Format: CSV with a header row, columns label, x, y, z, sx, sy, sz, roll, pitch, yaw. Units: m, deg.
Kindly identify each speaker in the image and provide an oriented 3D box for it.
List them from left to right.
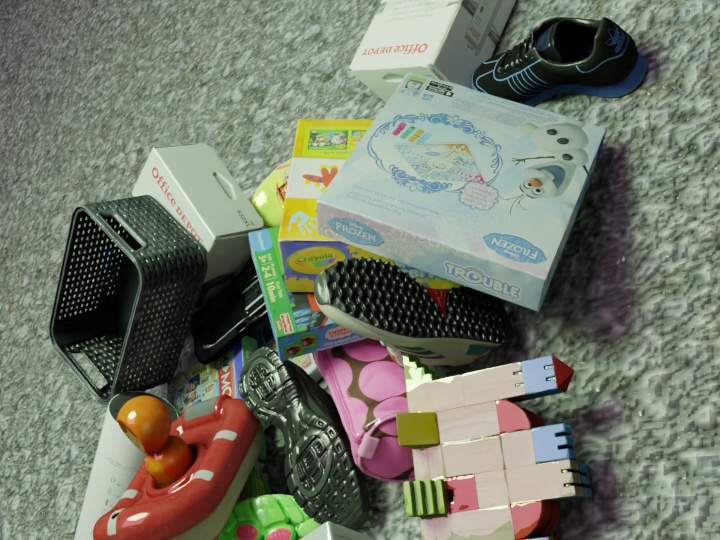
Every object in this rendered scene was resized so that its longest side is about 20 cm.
label,x,y,z,sx,sy,sz,roll,pitch,yaw
speaker,-0.266,0.240,0.936,0.081,0.080,0.203,47,124,51

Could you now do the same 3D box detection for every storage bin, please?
label,x,y,z,sx,sy,sz,roll,pitch,yaw
storage bin,-0.266,0.032,0.941,0.135,0.093,0.203,40,124,26

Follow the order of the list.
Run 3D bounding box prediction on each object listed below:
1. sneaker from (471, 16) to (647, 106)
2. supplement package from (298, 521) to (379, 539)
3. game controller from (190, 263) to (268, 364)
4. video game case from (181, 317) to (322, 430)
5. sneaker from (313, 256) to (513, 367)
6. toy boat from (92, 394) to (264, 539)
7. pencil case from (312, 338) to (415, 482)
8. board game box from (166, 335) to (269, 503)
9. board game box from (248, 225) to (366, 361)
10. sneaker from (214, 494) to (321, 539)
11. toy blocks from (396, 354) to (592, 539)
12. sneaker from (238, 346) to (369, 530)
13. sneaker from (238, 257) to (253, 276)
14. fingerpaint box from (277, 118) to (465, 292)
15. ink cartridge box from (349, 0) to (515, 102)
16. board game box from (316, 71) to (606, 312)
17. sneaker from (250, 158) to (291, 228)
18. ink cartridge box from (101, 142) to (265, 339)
label,x,y,z,sx,sy,sz,roll,pitch,yaw
sneaker,0.179,-0.210,0.818,0.198,0.077,0.071,4,67,47
supplement package,-0.026,0.338,0.616,0.190,0.146,0.202,-38,43,23
game controller,-0.117,0.026,0.957,0.199,0.042,0.105,-40,34,5
video game case,-0.132,0.112,0.980,0.200,0.024,0.183,-43,41,16
sneaker,0.035,0.051,0.711,0.093,0.197,0.071,-46,45,40
toy boat,-0.184,0.177,0.783,0.129,0.132,0.201,-21,24,27
pencil case,0.003,0.101,0.786,0.091,0.093,0.201,-54,38,20
board game box,-0.162,0.189,0.919,0.133,0.029,0.203,-33,49,28
board game box,0.000,0.000,0.812,0.196,0.037,0.153,-13,44,-11
sneaker,-0.111,0.265,0.811,0.196,0.084,0.078,-16,75,17
toy blocks,0.112,0.155,0.639,0.134,0.100,0.204,-15,69,25
sneaker,-0.040,0.159,0.808,0.076,0.090,0.202,-42,58,16
sneaker,-0.143,-0.019,1.054,0.198,0.059,0.106,-29,48,36
fingerpaint box,0.031,-0.063,0.789,0.195,0.074,0.169,0,49,4
ink cartridge box,0.092,-0.297,0.965,0.145,0.082,0.203,12,74,49
board game box,0.092,-0.078,0.719,0.196,0.044,0.200,20,50,16
sneaker,-0.054,-0.106,0.952,0.198,0.079,0.090,-32,2,15
ink cartridge box,-0.219,-0.030,1.002,0.146,0.083,0.201,52,128,20
